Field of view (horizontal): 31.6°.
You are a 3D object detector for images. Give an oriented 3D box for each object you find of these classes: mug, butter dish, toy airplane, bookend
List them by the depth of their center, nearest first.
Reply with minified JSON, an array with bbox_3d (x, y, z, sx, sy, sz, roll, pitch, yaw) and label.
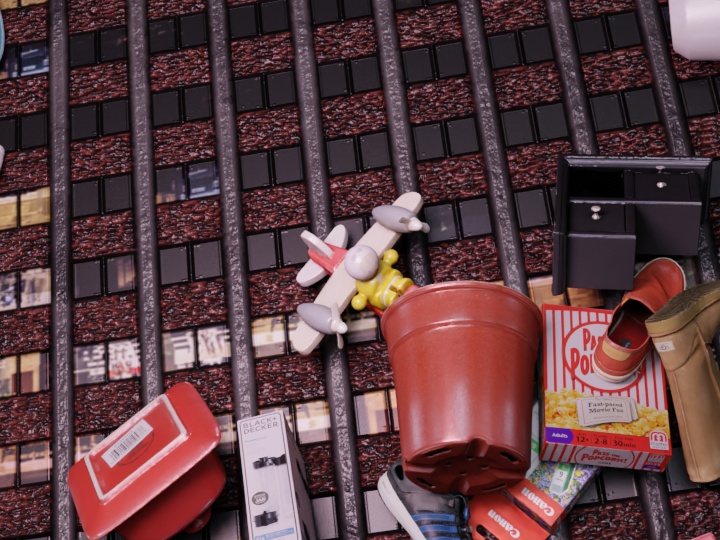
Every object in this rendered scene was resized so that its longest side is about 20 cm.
[{"bbox_3d":[-0.239,0.265,1.568,0.200,0.148,0.199,-39,27,-6],"label":"butter dish"},{"bbox_3d":[0.339,-0.058,1.582,0.197,0.093,0.200,2,34,11],"label":"bookend"},{"bbox_3d":[0.000,0.000,1.636,0.198,0.141,0.201,-10,67,5],"label":"toy airplane"},{"bbox_3d":[0.500,-0.351,1.727,0.152,0.187,0.151,-5,99,16],"label":"mug"}]

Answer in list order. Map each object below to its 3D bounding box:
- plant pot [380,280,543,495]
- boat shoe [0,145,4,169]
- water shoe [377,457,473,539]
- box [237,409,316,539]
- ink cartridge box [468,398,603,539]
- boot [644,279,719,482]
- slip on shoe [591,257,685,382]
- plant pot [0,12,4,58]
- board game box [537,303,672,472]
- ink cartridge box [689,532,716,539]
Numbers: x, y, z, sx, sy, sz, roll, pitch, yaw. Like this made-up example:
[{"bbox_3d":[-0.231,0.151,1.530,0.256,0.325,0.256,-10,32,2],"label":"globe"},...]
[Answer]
[{"bbox_3d":[0.122,0.148,1.505,0.199,0.201,0.196,-3,56,7],"label":"plant pot"},{"bbox_3d":[-0.612,-0.164,1.845,0.198,0.074,0.067,12,55,3],"label":"boat shoe"},{"bbox_3d":[0.103,0.302,1.523,0.200,0.071,0.079,45,100,23],"label":"water shoe"},{"bbox_3d":[-0.096,0.280,1.513,0.060,0.117,0.201,-15,42,2],"label":"box"},{"bbox_3d":[0.211,0.256,1.546,0.109,0.050,0.200,37,76,20],"label":"ink cartridge box"},{"bbox_3d":[0.420,0.127,1.533,0.175,0.066,0.201,-26,100,-37],"label":"boot"},{"bbox_3d":[0.345,0.051,1.550,0.074,0.061,0.200,29,54,18],"label":"slip on shoe"},{"bbox_3d":[-0.661,-0.360,1.869,0.187,0.200,0.201,-16,65,19],"label":"plant pot"},{"bbox_3d":[0.292,0.140,1.544,0.150,0.046,0.201,5,53,-2],"label":"board game box"},{"bbox_3d":[0.336,0.408,1.446,0.199,0.083,0.148,-21,66,-1],"label":"ink cartridge box"}]
